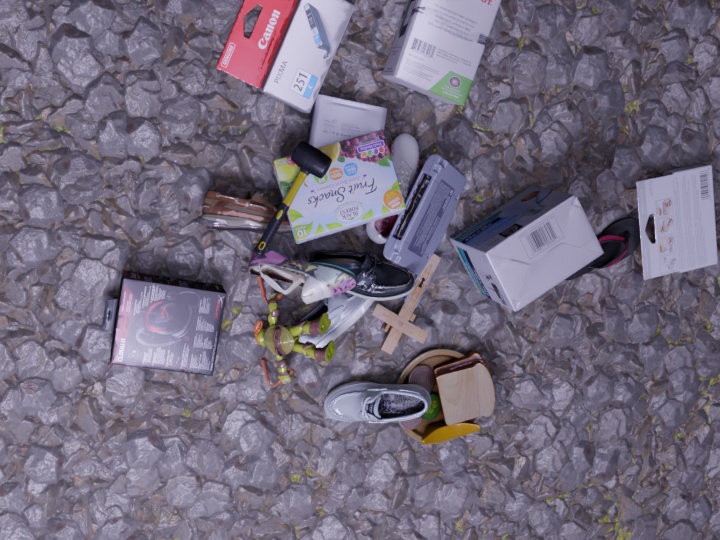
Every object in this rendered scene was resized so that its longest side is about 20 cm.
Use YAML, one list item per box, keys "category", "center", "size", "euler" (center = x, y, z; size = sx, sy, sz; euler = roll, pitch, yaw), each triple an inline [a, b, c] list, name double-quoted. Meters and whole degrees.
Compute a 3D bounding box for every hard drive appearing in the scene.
- category: "hard drive"
  center: [-0.031, -0.196, 1.709]
  size: [0.129, 0.025, 0.204]
  euler: [9, 89, -14]

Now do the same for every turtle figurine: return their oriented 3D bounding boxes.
- category: "turtle figurine"
  center: [-0.128, 0.108, 1.696]
  size: [0.159, 0.064, 0.204]
  euler: [-2, 96, 29]

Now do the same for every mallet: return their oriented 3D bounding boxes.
- category: "mallet"
  center: [-0.111, -0.111, 1.607]
  size: [0.065, 0.041, 0.203]
  euler: [22, 88, 2]

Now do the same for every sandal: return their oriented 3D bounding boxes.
- category: "sandal"
  center: [0.473, -0.036, 1.886]
  size: [0.198, 0.045, 0.076]
  euler: [-27, 106, -9]

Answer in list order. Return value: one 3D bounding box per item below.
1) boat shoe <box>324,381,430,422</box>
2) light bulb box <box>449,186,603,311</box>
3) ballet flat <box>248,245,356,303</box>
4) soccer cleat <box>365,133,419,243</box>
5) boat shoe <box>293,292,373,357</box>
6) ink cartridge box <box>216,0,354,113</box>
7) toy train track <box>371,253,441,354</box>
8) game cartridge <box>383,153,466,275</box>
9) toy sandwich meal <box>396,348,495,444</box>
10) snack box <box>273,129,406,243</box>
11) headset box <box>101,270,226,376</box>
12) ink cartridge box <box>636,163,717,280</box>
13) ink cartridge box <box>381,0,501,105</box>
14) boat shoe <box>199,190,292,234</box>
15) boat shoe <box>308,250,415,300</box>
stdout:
- category: "boat shoe"
  center: [0.030, 0.241, 1.773]
  size: [0.197, 0.072, 0.072]
  euler: [-4, 93, 3]
- category: "light bulb box"
  center: [0.294, -0.045, 1.754]
  size: [0.196, 0.200, 0.126]
  euler: [-32, 105, -8]
- category: "ballet flat"
  center: [-0.106, 0.015, 1.678]
  size: [0.197, 0.070, 0.072]
  euler: [17, 57, 17]
- category: "soccer cleat"
  center: [0.066, -0.142, 1.731]
  size: [0.069, 0.086, 0.204]
  euler: [16, 95, -16]
- category: "boat shoe"
  center: [-0.047, 0.067, 1.748]
  size: [0.200, 0.070, 0.072]
  euler: [-43, 111, -2]
- category: "ink cartridge box"
  center: [-0.127, -0.397, 1.653]
  size: [0.174, 0.045, 0.203]
  euler: [23, 93, -19]
- category: "toy train track"
  center: [0.091, 0.060, 1.808]
  size: [0.113, 0.033, 0.202]
  euler: [29, 86, -11]
- category: "game cartridge"
  center: [0.118, -0.097, 1.742]
  size: [0.133, 0.041, 0.203]
  euler: [27, 90, -56]
- category: "toy sandwich meal"
  center: [0.161, 0.244, 1.838]
  size: [0.201, 0.070, 0.210]
  euler: [-3, 101, -15]
- category: "snack box"
  center: [-0.036, -0.142, 1.659]
  size: [0.196, 0.053, 0.145]
  euler: [-17, 88, -7]
- category: "headset box"
  center: [-0.341, 0.089, 1.667]
  size: [0.196, 0.075, 0.152]
  euler: [8, 98, -17]
- category: "ink cartridge box"
  center: [0.617, -0.096, 1.917]
  size: [0.170, 0.044, 0.204]
  euler: [-11, 103, -13]
- category: "ink cartridge box"
  center: [0.142, -0.411, 1.704]
  size: [0.143, 0.084, 0.203]
  euler: [18, 95, -18]
- category: "boat shoe"
  center: [-0.179, -0.103, 1.677]
  size: [0.197, 0.075, 0.073]
  euler: [5, 85, -28]
- category: "boat shoe"
  center: [0.000, -0.002, 1.712]
  size: [0.196, 0.075, 0.067]
  euler: [12, 141, 12]
